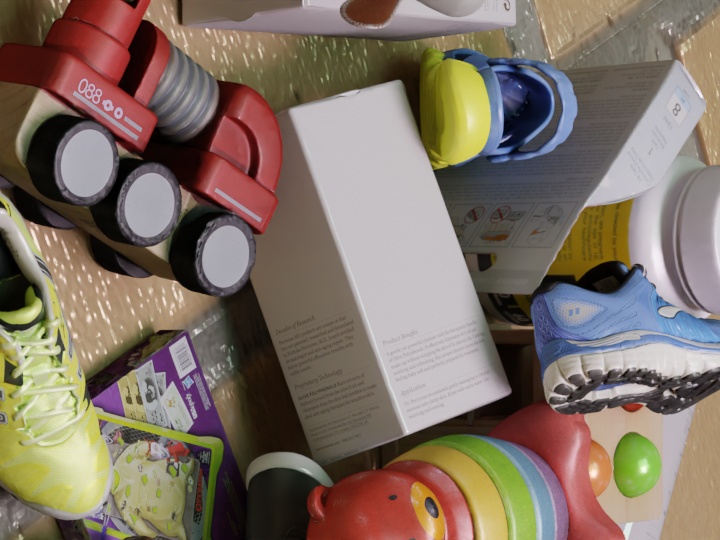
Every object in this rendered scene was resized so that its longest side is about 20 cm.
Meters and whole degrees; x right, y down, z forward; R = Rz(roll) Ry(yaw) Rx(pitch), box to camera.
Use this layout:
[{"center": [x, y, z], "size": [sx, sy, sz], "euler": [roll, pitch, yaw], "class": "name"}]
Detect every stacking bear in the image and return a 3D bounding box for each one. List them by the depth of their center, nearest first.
[{"center": [0.047, 0.148, 1.377], "size": [0.199, 0.113, 0.122], "euler": [-1, 69, -53], "class": "stacking bear"}]

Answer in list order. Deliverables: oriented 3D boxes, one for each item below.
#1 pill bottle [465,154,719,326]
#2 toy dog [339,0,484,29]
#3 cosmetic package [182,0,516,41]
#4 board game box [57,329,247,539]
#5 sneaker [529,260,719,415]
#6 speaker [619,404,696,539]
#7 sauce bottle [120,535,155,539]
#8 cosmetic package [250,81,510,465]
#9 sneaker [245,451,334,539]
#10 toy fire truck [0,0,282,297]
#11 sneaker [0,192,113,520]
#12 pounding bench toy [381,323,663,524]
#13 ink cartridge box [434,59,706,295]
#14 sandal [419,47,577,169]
[{"center": [0.177, -0.019, 1.581], "size": [0.114, 0.199, 0.115], "euler": [2, 88, -48], "class": "pill bottle"}, {"center": [-0.014, -0.195, 1.297], "size": [0.198, 0.096, 0.133], "euler": [-6, 90, -19], "class": "toy dog"}, {"center": [-0.005, -0.187, 1.449], "size": [0.199, 0.107, 0.086], "euler": [-1, 89, -50], "class": "cosmetic package"}, {"center": [-0.113, 0.150, 1.378], "size": [0.120, 0.032, 0.201], "euler": [-38, 117, -45], "class": "board game box"}, {"center": [0.177, 0.034, 1.452], "size": [0.199, 0.078, 0.090], "euler": [5, 59, -47], "class": "sneaker"}, {"center": [0.184, 0.138, 1.676], "size": [0.081, 0.081, 0.201], "euler": [37, 63, -42], "class": "speaker"}, {"center": [-0.189, 0.194, 1.255], "size": [0.199, 0.064, 0.065], "euler": [-16, 101, -36], "class": "sauce bottle"}, {"center": [0.000, 0.000, 1.420], "size": [0.107, 0.085, 0.202], "euler": [-15, 84, -47], "class": "cosmetic package"}, {"center": [-0.016, 0.206, 1.415], "size": [0.200, 0.070, 0.100], "euler": [55, 32, -36], "class": "sneaker"}, {"center": [-0.120, -0.110, 1.325], "size": [0.176, 0.128, 0.201], "euler": [35, 74, -43], "class": "toy fire truck"}, {"center": [-0.184, 0.046, 1.250], "size": [0.075, 0.076, 0.201], "euler": [-30, 108, -20], "class": "sneaker"}, {"center": [0.111, 0.135, 1.537], "size": [0.124, 0.155, 0.202], "euler": [0, 89, -48], "class": "pounding bench toy"}, {"center": [0.111, -0.048, 1.526], "size": [0.047, 0.159, 0.201], "euler": [51, 59, -30], "class": "ink cartridge box"}, {"center": [0.082, -0.101, 1.499], "size": [0.086, 0.200, 0.080], "euler": [-4, 101, -6], "class": "sandal"}]
